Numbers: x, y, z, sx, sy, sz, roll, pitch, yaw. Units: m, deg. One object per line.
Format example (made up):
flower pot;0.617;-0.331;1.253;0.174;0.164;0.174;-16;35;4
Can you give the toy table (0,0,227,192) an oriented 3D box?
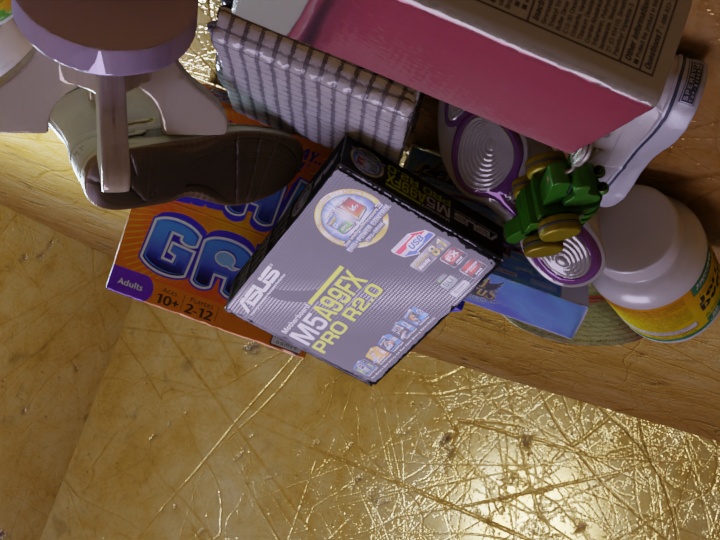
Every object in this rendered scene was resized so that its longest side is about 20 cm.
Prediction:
toy table;-0.185;-0.156;0.736;0.184;0.117;0.200;5;-143;-9

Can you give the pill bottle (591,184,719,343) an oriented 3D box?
pill bottle;0.277;-0.007;0.955;0.113;0.113;0.200;14;169;31

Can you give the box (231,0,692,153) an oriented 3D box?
box;0.052;-0.158;0.486;0.200;0.128;0.109;21;172;-7

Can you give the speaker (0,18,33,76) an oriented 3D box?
speaker;-0.397;-0.235;1.125;0.081;0.081;0.200;18;171;9

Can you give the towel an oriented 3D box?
towel;-0.028;-0.161;0.795;0.165;0.086;0.200;21;172;3

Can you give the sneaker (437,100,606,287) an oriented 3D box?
sneaker;0.133;-0.078;0.842;0.200;0.075;0.100;54;-154;-9

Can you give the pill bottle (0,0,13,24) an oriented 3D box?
pill bottle;-0.296;-0.253;0.712;0.111;0.111;0.200;21;171;-10

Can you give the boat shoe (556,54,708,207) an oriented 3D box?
boat shoe;0.171;-0.104;0.727;0.086;0.075;0.202;19;169;1

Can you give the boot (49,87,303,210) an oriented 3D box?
boot;-0.163;-0.119;0.852;0.200;0.072;0.155;-9;-141;-35

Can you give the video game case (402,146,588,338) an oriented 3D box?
video game case;0.125;-0.034;0.991;0.200;0.045;0.181;20;-146;-2

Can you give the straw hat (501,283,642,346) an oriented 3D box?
straw hat;0.238;-0.002;1.113;0.201;0.085;0.201;2;-154;-1

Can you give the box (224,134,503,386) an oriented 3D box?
box;0.000;0.000;0.859;0.160;0.044;0.200;29;129;-17

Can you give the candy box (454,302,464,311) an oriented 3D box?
candy box;0.040;-0.006;1.305;0.169;0.077;0.200;23;170;-10

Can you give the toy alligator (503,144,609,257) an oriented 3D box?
toy alligator;0.150;-0.056;0.713;0.054;0.059;0.200;-6;164;-8

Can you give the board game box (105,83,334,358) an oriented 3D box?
board game box;-0.111;-0.059;1.017;0.200;0.200;0.200;20;-170;-4
